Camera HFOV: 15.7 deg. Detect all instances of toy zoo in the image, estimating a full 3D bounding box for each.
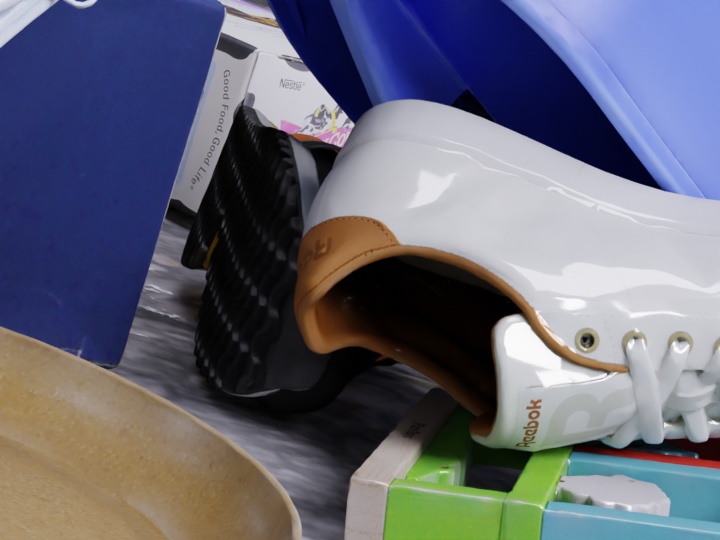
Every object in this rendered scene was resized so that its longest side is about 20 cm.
[{"bbox_3d":[0.104,0.062,0.661,0.199,0.021,0.131,7,8,9],"label":"toy zoo"}]

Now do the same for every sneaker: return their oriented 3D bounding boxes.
[{"bbox_3d":[0.000,0.000,0.794,0.090,0.070,0.200,20,10,-12],"label":"sneaker"},{"bbox_3d":[0.077,0.025,0.665,0.199,0.073,0.085,16,47,12],"label":"sneaker"}]

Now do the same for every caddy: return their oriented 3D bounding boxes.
[{"bbox_3d":[0.055,-0.048,0.743,0.200,0.105,0.141,50,-21,-25],"label":"caddy"}]

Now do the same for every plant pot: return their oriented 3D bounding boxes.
[{"bbox_3d":[-0.110,0.036,0.527,0.199,0.028,0.200,16,10,-3],"label":"plant pot"}]

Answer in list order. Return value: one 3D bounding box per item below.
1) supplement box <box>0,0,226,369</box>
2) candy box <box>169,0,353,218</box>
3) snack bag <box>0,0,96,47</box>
[{"bbox_3d":[-0.146,-0.060,0.752,0.108,0.110,0.200,10,13,-39],"label":"supplement box"},{"bbox_3d":[-0.071,-0.077,1.081,0.199,0.072,0.167,25,11,36],"label":"candy box"},{"bbox_3d":[-0.139,-0.073,0.610,0.188,0.021,0.200,11,43,37],"label":"snack bag"}]
